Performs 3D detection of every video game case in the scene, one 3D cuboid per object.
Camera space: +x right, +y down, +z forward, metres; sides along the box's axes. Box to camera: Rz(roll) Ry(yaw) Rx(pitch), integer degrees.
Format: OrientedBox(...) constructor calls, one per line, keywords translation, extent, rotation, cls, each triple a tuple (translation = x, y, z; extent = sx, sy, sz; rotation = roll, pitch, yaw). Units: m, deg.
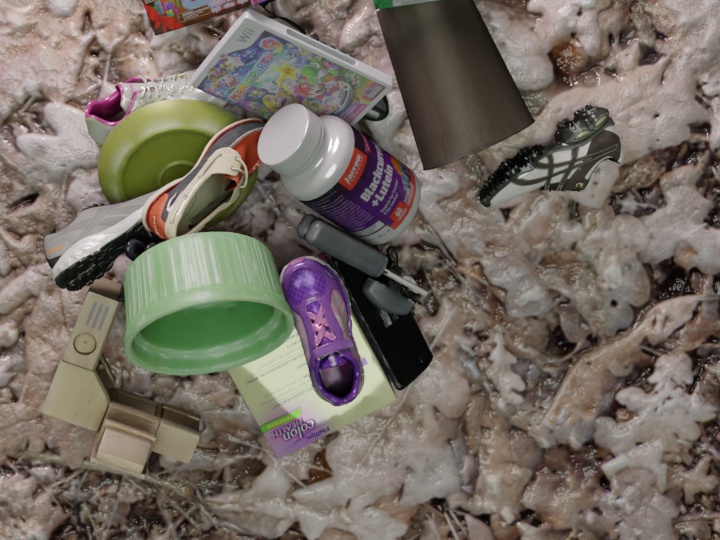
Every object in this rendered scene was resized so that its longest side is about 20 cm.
OrientedBox(translation=(-0.082, -0.224, 1.556), extent=(0.200, 0.018, 0.143), rotation=(22, 143, -25), cls="video game case")

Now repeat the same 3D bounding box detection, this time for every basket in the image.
OrientedBox(translation=(0.109, -0.245, 1.596), extent=(0.136, 0.180, 0.200), rotation=(-16, 99, 39), cls="basket")

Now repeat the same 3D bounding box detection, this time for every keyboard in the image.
OrientedBox(translation=(0.029, 0.050, 1.706), extent=(0.104, 0.040, 0.200), rotation=(-36, 106, -35), cls="keyboard")

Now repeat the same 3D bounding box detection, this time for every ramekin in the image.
OrientedBox(translation=(-0.183, 0.037, 1.537), extent=(0.200, 0.200, 0.098), rotation=(-13, 64, -2), cls="ramekin")

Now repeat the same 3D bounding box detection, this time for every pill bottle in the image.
OrientedBox(translation=(-0.027, -0.120, 1.592), extent=(0.200, 0.111, 0.111), rotation=(31, 101, -41), cls="pill bottle")

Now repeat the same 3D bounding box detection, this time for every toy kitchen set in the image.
OrientedBox(translation=(-0.281, 0.141, 1.651), extent=(0.200, 0.163, 0.181), rotation=(21, 102, -10), cls="toy kitchen set")

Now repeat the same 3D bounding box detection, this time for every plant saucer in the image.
OrientedBox(translation=(-0.222, -0.118, 1.614), extent=(0.199, 0.031, 0.200), rotation=(-7, 131, -9), cls="plant saucer")

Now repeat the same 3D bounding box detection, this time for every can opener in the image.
OrientedBox(translation=(0.000, 0.000, 1.622), extent=(0.200, 0.053, 0.067), rotation=(27, 95, -33), cls="can opener")
OrientedBox(translation=(-0.229, -0.009, 1.615), extent=(0.063, 0.200, 0.079), rotation=(-1, 81, 26), cls="can opener")

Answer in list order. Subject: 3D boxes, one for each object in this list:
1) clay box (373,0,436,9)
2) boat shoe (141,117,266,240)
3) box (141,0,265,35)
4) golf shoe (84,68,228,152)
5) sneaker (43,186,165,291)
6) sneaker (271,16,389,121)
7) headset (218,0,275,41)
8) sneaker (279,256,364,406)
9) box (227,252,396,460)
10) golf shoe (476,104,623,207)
OrientedBox(translation=(0.056, -0.399, 1.549), extent=(0.115, 0.200, 0.048), rotation=(-8, 143, -2), cls="clay box")
OrientedBox(translation=(-0.169, -0.106, 1.548), extent=(0.200, 0.063, 0.071), rotation=(-43, 129, -24), cls="boat shoe")
OrientedBox(translation=(-0.195, -0.358, 1.518), extent=(0.039, 0.200, 0.137), rotation=(-31, 107, -39), cls="box")
OrientedBox(translation=(-0.243, -0.205, 1.594), extent=(0.200, 0.075, 0.092), rotation=(-30, 140, 2), cls="golf shoe")
OrientedBox(translation=(-0.293, -0.059, 1.579), extent=(0.200, 0.074, 0.079), rotation=(-30, 64, -10), cls="sneaker")
OrientedBox(translation=(-0.067, -0.228, 1.631), extent=(0.200, 0.075, 0.115), rotation=(32, 129, -29), cls="sneaker")
OrientedBox(translation=(-0.135, -0.358, 1.558), extent=(0.094, 0.124, 0.200), rotation=(-8, 129, -3), cls="headset")
OrientedBox(translation=(-0.042, 0.081, 1.596), extent=(0.080, 0.088, 0.201), rotation=(-17, 104, 1), cls="sneaker")
OrientedBox(translation=(-0.077, 0.109, 1.695), extent=(0.176, 0.097, 0.200), rotation=(-27, 105, 2), cls="box")
OrientedBox(translation=(0.247, -0.124, 1.672), extent=(0.200, 0.078, 0.095), rotation=(-33, 105, 5), cls="golf shoe")
